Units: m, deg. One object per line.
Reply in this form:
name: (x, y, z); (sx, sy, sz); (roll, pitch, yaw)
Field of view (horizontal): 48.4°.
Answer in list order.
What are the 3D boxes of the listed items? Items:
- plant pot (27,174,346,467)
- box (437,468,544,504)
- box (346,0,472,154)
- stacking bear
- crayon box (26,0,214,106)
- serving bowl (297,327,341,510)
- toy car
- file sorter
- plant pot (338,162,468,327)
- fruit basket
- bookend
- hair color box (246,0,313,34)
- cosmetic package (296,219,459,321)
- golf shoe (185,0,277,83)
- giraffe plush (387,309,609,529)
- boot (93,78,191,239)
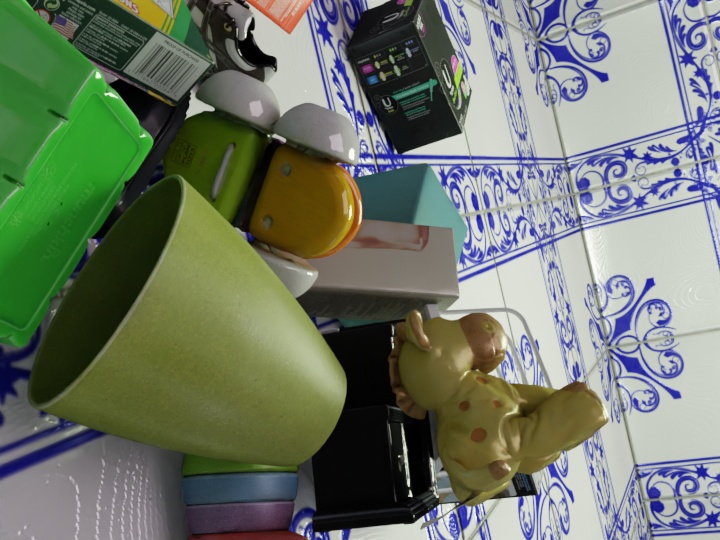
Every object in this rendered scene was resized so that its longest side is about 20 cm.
plant pot: (-0.112, 0.063, 0.610); (0.199, 0.186, 0.189); (36, 44, -28)
box: (0.146, 0.251, 1.078); (0.061, 0.197, 0.117); (67, 29, -17)
box: (0.084, -0.323, 1.295); (0.202, 0.122, 0.150); (59, 30, -30)
stacking bear: (-0.103, 0.154, 0.722); (0.122, 0.111, 0.204); (125, -35, -69)
crayon box: (-0.226, -0.241, 0.628); (0.199, 0.058, 0.174); (23, 34, -52)
serving bowl: (-0.044, 0.169, 0.886); (0.200, 0.065, 0.204); (38, 45, -52)
toy car: (-0.089, -0.079, 0.767); (0.178, 0.197, 0.150); (-68, 168, 6)
file sorter: (0.120, 0.152, 0.919); (0.202, 0.122, 0.140); (108, -27, -49)
plant pot: (0.039, -0.009, 1.063); (0.142, 0.139, 0.203); (51, 44, -41)
fruit basket: (-0.264, -0.078, 0.493); (0.156, 0.211, 0.220); (66, 19, -69)
bookend: (0.011, 0.137, 0.780); (0.199, 0.090, 0.204); (46, 36, -73)
hair color box: (-0.143, -0.347, 0.879); (0.101, 0.062, 0.199); (44, 11, 29)
cosmetic package: (0.000, 0.000, 0.894); (0.196, 0.103, 0.089); (6, 67, -18)
golf shoe: (-0.158, -0.272, 0.831); (0.201, 0.093, 0.079); (55, 35, -35)
giraffe plush: (0.097, 0.112, 0.717); (0.197, 0.173, 0.164); (-15, 65, -33)
boot: (-0.229, -0.151, 0.652); (0.169, 0.075, 0.203); (55, 38, -42)
